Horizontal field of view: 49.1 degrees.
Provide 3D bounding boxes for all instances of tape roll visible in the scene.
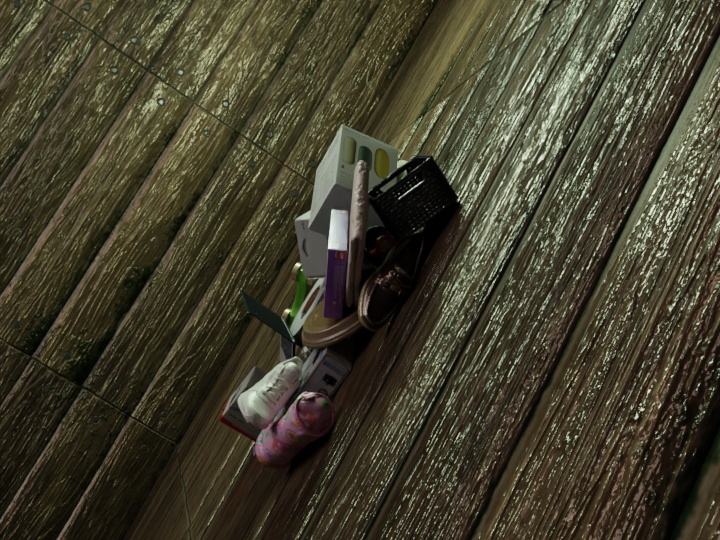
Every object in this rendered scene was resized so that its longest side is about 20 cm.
[{"bbox_3d":[-0.099,0.097,1.920,0.202,0.065,0.201,-55,11,17],"label":"tape roll"}]

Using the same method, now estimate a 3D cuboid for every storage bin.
[{"bbox_3d":[0.092,-0.140,1.495,0.134,0.095,0.200,-36,9,1],"label":"storage bin"}]

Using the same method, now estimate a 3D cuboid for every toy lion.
[{"bbox_3d":[-0.129,0.050,2.111,0.191,0.067,0.204,-20,-54,-69],"label":"toy lion"}]

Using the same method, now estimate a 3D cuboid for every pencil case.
[{"bbox_3d":[-0.122,0.289,1.415,0.200,0.087,0.088,-46,16,48],"label":"pencil case"}]

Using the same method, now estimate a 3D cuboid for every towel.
[{"bbox_3d":[-0.006,-0.066,1.463,0.193,0.031,0.203,96,177,-48],"label":"towel"}]

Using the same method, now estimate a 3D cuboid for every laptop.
[{"bbox_3d":[-0.223,0.166,1.865,0.187,0.113,0.205,-134,45,-70],"label":"laptop"}]

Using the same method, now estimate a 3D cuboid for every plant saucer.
[{"bbox_3d":[-0.035,0.078,1.533,0.197,0.030,0.201,-29,18,10],"label":"plant saucer"}]

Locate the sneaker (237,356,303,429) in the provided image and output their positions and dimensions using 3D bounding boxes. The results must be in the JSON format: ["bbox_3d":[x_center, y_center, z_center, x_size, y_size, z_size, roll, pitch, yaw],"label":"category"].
[{"bbox_3d":[-0.162,0.216,1.450,0.100,0.075,0.200,-48,2,21],"label":"sneaker"}]

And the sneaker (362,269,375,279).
[{"bbox_3d":[0.000,0.000,1.744,0.200,0.081,0.073,-42,-47,-76],"label":"sneaker"}]

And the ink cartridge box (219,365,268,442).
[{"bbox_3d":[-0.246,0.323,1.824,0.201,0.115,0.068,-51,12,38],"label":"ink cartridge box"}]

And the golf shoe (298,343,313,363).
[{"bbox_3d":[-0.086,0.173,1.645,0.200,0.076,0.096,126,165,-69],"label":"golf shoe"}]

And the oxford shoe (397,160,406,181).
[{"bbox_3d":[0.097,-0.163,1.783,0.074,0.058,0.203,-19,44,25],"label":"oxford shoe"}]

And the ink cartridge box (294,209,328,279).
[{"bbox_3d":[-0.069,-0.081,1.897,0.083,0.148,0.200,-2,17,26],"label":"ink cartridge box"}]

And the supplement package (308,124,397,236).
[{"bbox_3d":[-0.014,-0.184,1.769,0.203,0.149,0.151,-86,23,-43],"label":"supplement package"}]

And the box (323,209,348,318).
[{"bbox_3d":[-0.046,-0.017,1.519,0.201,0.038,0.140,-90,5,-64],"label":"box"}]

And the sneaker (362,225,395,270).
[{"bbox_3d":[0.029,-0.049,1.592,0.074,0.086,0.199,-24,14,-17],"label":"sneaker"}]

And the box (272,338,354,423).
[{"bbox_3d":[-0.092,0.222,1.532,0.201,0.059,0.117,-55,11,20],"label":"box"}]

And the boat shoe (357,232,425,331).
[{"bbox_3d":[0.061,0.014,1.393,0.202,0.072,0.072,-56,8,-28],"label":"boat shoe"}]
